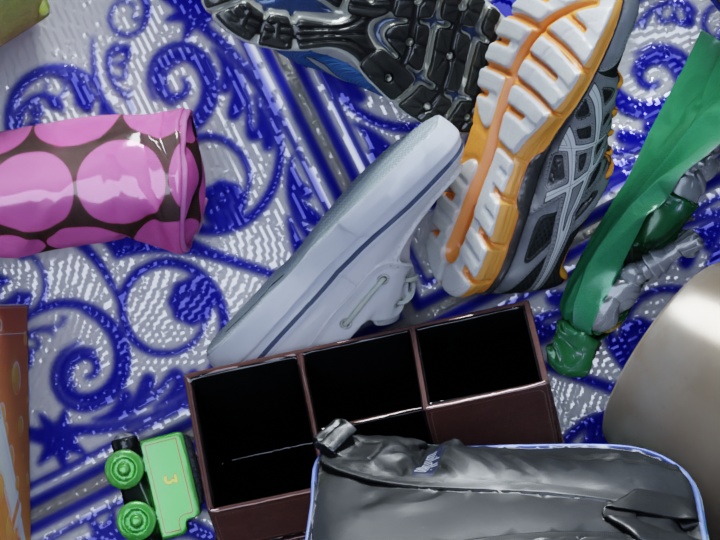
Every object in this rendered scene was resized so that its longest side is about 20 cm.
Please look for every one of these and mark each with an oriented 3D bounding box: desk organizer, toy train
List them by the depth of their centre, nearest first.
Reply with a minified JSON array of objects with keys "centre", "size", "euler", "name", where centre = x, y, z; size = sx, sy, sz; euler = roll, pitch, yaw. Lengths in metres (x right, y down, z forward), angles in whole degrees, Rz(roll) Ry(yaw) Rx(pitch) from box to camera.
[{"centre":[0.008,0.085,1.175],"size":[0.199,0.072,0.077],"euler":[-12,132,3],"name":"desk organizer"},{"centre":[-0.099,0.187,1.225],"size":[0.056,0.042,0.201],"euler":[-14,88,-4],"name":"toy train"}]

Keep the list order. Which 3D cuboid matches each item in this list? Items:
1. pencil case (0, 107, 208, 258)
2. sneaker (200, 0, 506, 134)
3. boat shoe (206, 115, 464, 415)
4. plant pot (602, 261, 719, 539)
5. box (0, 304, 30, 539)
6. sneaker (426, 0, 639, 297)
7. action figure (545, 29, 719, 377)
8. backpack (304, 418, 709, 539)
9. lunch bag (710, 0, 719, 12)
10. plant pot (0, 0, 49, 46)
[{"centre":[-0.183,-0.037,1.215],"size":[0.199,0.094,0.091],"euler":[-6,44,7],"name":"pencil case"},{"centre":[0.003,-0.139,1.198],"size":[0.199,0.089,0.079],"euler":[23,98,-14],"name":"sneaker"},{"centre":[0.000,0.000,1.195],"size":[0.067,0.074,0.200],"euler":[41,118,-9],"name":"boat shoe"},{"centre":[0.229,0.088,1.127],"size":[0.173,0.200,0.200],"euler":[36,93,22],"name":"plant pot"},{"centre":[-0.244,0.119,1.199],"size":[0.097,0.124,0.201],"euler":[-1,90,6],"name":"box"},{"centre":[0.105,-0.075,1.171],"size":[0.077,0.078,0.201],"euler":[10,116,-32],"name":"sneaker"},{"centre":[0.159,-0.028,1.176],"size":[0.055,0.118,0.200],"euler":[30,101,-6],"name":"action figure"},{"centre":[0.075,0.172,1.070],"size":[0.199,0.183,0.148],"euler":[-4,122,8],"name":"backpack"},{"centre":[0.279,-0.172,1.139],"size":[0.170,0.124,0.200],"euler":[-43,79,-4],"name":"lunch bag"},{"centre":[-0.279,-0.163,1.188],"size":[0.184,0.200,0.201],"euler":[-26,86,-6],"name":"plant pot"}]
